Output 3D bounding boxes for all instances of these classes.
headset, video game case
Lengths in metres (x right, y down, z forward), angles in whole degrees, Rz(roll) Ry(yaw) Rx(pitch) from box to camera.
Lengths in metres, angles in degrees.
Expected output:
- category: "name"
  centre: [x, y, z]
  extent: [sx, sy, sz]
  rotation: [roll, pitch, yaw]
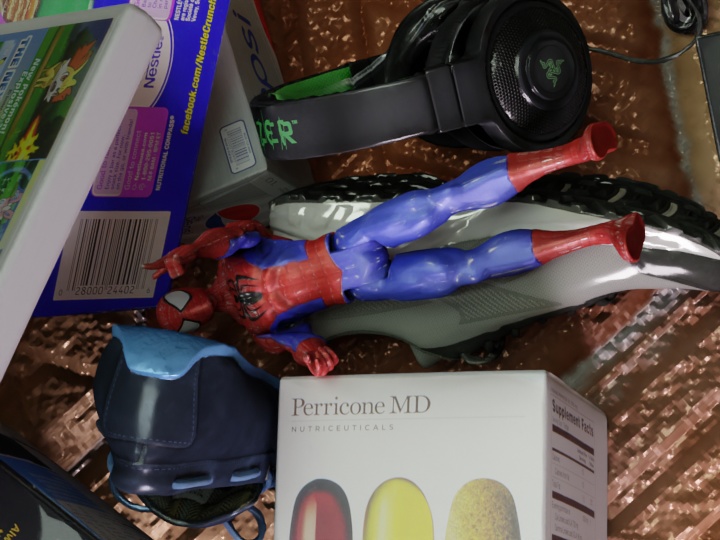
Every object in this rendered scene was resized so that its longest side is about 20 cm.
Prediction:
- category: "headset"
  centre: [0.050, -0.096, 0.950]
  extent: [0.200, 0.123, 0.094]
  rotation: [-15, 100, -14]
- category: "video game case"
  centre: [-0.173, -0.006, 0.862]
  extent: [0.182, 0.022, 0.200]
  rotation: [-1, 58, 46]

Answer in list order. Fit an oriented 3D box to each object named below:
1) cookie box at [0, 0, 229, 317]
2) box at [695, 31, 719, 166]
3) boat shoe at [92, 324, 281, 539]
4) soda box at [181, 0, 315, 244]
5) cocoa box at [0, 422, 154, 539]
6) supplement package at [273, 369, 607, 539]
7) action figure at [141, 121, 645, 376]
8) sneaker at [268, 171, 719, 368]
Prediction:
- category: "cookie box"
  centre: [-0.151, -0.093, 0.977]
  extent: [0.200, 0.075, 0.171]
  rotation: [28, 111, 44]
- category: "box"
  centre: [0.209, -0.004, 0.829]
  extent: [0.124, 0.200, 0.149]
  rotation: [-13, 75, 17]
- category: "boat shoe"
  centre: [-0.072, 0.068, 0.906]
  extent: [0.084, 0.200, 0.069]
  rotation: [8, 80, 16]
- category: "soda box"
  centre: [-0.082, -0.114, 1.023]
  extent: [0.063, 0.068, 0.200]
  rotation: [-22, 71, 14]
- category: "cocoa box"
  centre: [-0.169, 0.164, 0.880]
  extent: [0.131, 0.133, 0.200]
  rotation: [35, 87, 17]
- category: "supplement package"
  centre: [0.032, 0.146, 0.903]
  extent: [0.114, 0.110, 0.200]
  rotation: [-3, 77, 18]
- category: "action figure"
  centre: [0.000, 0.000, 0.888]
  extent: [0.200, 0.099, 0.065]
  rotation: [-15, 99, 23]
- category: "sneaker"
  centre: [0.061, 0.001, 0.956]
  extent: [0.200, 0.074, 0.079]
  rotation: [0, 100, 17]
